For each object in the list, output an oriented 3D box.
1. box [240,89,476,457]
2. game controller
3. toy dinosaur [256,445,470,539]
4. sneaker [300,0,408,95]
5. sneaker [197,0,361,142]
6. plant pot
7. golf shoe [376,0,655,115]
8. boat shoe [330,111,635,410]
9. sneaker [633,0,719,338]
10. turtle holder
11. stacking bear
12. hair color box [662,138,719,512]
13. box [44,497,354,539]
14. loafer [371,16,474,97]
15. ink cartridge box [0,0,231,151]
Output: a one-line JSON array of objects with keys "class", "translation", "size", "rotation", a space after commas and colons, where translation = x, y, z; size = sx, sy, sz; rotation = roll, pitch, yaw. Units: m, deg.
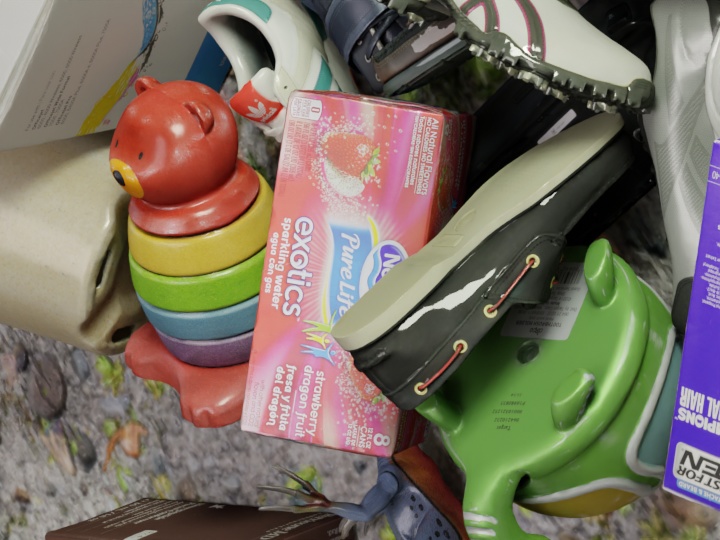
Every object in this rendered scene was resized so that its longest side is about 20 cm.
[{"class": "box", "translation": [0.000, 0.000, 1.618], "size": [0.095, 0.100, 0.201], "rotation": [10, 95, 13]}, {"class": "game controller", "translation": [0.124, -0.077, 1.627], "size": [0.104, 0.042, 0.200], "rotation": [49, 130, 3]}, {"class": "toy dinosaur", "translation": [0.040, 0.147, 1.755], "size": [0.199, 0.105, 0.182], "rotation": [-2, 86, 5]}, {"class": "sneaker", "translation": [0.003, -0.189, 1.633], "size": [0.146, 0.077, 0.202], "rotation": [52, 167, 22]}, {"class": "sneaker", "translation": [-0.035, -0.089, 1.722], "size": [0.070, 0.093, 0.200], "rotation": [-37, 75, 41]}, {"class": "plant pot", "translation": [-0.213, -0.037, 1.850], "size": [0.183, 0.200, 0.201], "rotation": [24, 117, 23]}, {"class": "golf shoe", "translation": [0.079, -0.153, 1.513], "size": [0.200, 0.077, 0.088], "rotation": [31, 94, 15]}, {"class": "boat shoe", "translation": [0.077, -0.008, 1.539], "size": [0.063, 0.201, 0.074], "rotation": [49, 172, -14]}, {"class": "sneaker", "translation": [0.188, -0.061, 1.535], "size": [0.079, 0.074, 0.201], "rotation": [14, 111, 31]}, {"class": "turtle holder", "translation": [0.120, 0.083, 1.573], "size": [0.141, 0.132, 0.186], "rotation": [-26, 44, 25]}, {"class": "stacking bear", "translation": [-0.100, -0.025, 1.742], "size": [0.121, 0.114, 0.200], "rotation": [36, 147, 49]}, {"class": "hair color box", "translation": [0.227, 0.023, 1.504], "size": [0.065, 0.109, 0.201], "rotation": [19, 112, 37]}, {"class": "box", "translation": [-0.106, 0.200, 1.856], "size": [0.200, 0.100, 0.075], "rotation": [1, 102, 41]}, {"class": "loafer", "translation": [0.084, -0.173, 1.584], "size": [0.200, 0.072, 0.063], "rotation": [-33, 87, 18]}, {"class": "ink cartridge box", "translation": [-0.181, -0.184, 1.758], "size": [0.147, 0.200, 0.145], "rotation": [45, 127, 24]}]
